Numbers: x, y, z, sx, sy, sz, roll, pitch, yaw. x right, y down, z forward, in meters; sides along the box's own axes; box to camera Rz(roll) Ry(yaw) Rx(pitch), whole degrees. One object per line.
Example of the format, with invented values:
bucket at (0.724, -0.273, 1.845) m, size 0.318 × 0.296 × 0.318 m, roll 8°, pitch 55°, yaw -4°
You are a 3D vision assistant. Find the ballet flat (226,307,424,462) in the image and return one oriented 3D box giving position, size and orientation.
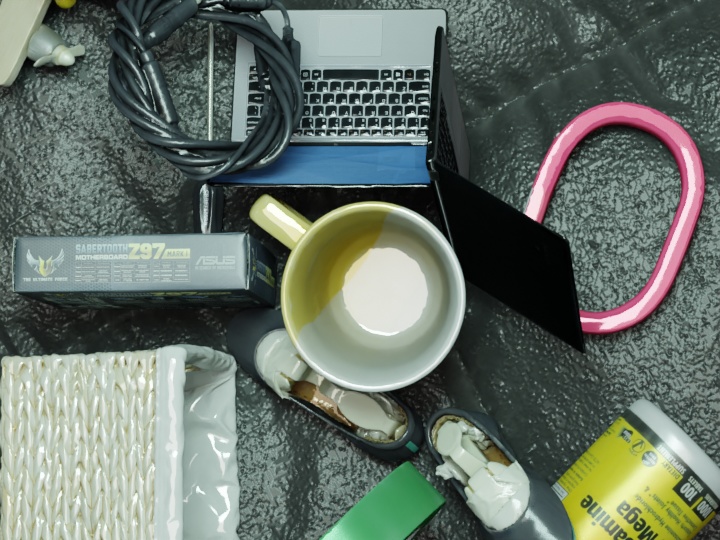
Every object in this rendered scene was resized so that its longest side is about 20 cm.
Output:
ballet flat at (-0.032, 0.094, 1.737) m, size 0.199 × 0.073 × 0.073 m, roll 34°, pitch 88°, yaw 8°

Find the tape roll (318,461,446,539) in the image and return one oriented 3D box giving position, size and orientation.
tape roll at (-0.016, 0.242, 1.654) m, size 0.200 × 0.200 × 0.048 m, roll -44°, pitch 82°, yaw 0°

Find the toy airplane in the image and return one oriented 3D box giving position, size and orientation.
toy airplane at (-0.260, -0.279, 1.776) m, size 0.199 × 0.141 × 0.201 m, roll -28°, pitch 60°, yaw 31°

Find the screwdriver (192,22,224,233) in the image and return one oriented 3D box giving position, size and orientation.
screwdriver at (-0.129, -0.118, 1.785) m, size 0.029 × 0.028 × 0.202 m, roll 3°, pitch 88°, yaw 35°

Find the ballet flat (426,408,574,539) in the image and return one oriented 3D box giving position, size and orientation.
ballet flat at (0.104, 0.172, 1.651) m, size 0.072 × 0.200 × 0.074 m, roll -10°, pitch 121°, yaw -17°

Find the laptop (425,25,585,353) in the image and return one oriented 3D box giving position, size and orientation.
laptop at (0.121, -0.063, 1.643) m, size 0.115 × 0.188 × 0.202 m, roll 0°, pitch 61°, yaw 10°

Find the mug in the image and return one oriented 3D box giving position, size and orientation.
mug at (0.010, 0.002, 1.692) m, size 0.148 × 0.153 × 0.188 m, roll -22°, pitch 90°, yaw 6°

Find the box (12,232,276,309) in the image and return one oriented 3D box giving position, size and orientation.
box at (-0.178, 0.002, 1.716) m, size 0.198 × 0.158 × 0.052 m, roll -1°, pitch 85°, yaw 6°

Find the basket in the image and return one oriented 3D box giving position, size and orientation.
basket at (-0.195, 0.166, 1.684) m, size 0.159 × 0.198 × 0.202 m, roll -3°, pitch 85°, yaw 10°

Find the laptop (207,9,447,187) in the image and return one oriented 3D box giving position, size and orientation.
laptop at (-0.024, -0.148, 1.713) m, size 0.185 × 0.116 × 0.202 m, roll 1°, pitch 74°, yaw 5°

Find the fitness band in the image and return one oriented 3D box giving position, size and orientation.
fitness band at (0.213, -0.044, 1.745) m, size 0.143 × 0.037 × 0.201 m, roll 22°, pitch 88°, yaw 5°

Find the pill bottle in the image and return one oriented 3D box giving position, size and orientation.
pill bottle at (0.202, 0.213, 1.680) m, size 0.112 × 0.112 × 0.200 m, roll 44°, pitch 90°, yaw 8°

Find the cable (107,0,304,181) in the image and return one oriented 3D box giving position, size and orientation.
cable at (-0.126, -0.159, 1.649) m, size 0.162 × 0.051 × 0.201 m, roll 14°, pitch 53°, yaw -15°
